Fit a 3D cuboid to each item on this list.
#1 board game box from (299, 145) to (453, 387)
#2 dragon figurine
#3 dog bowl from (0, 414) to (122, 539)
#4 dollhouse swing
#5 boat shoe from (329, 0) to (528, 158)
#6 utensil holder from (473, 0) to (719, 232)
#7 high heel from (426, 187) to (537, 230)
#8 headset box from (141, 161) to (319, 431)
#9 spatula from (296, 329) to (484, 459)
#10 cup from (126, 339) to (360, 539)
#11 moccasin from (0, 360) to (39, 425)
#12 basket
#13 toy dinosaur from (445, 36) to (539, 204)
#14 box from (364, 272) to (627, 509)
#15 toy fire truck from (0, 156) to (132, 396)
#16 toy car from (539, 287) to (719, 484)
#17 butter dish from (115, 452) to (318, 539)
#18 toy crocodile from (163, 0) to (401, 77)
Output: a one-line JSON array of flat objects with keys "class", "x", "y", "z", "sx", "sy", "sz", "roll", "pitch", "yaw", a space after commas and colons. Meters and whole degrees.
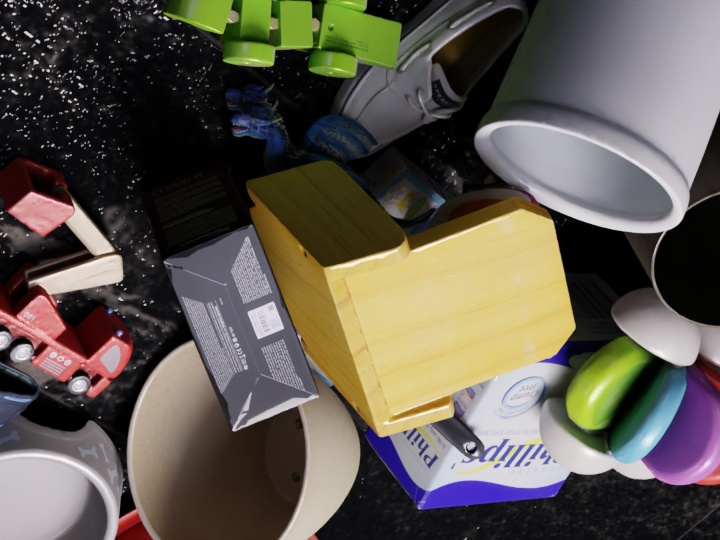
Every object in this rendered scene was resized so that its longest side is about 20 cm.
[{"class": "board game box", "x": 0.000, "y": 0.000, "z": 1.618, "sx": 0.200, "sy": 0.034, "sz": 0.134, "roll": -42, "pitch": 134, "yaw": 12}, {"class": "dragon figurine", "x": -0.023, "y": -0.082, "z": 1.489, "sx": 0.199, "sy": 0.059, "sz": 0.100, "roll": 19, "pitch": 139, "yaw": -9}, {"class": "dog bowl", "x": -0.299, "y": 0.207, "z": 1.619, "sx": 0.199, "sy": 0.059, "sz": 0.201, "roll": -9, "pitch": 127, "yaw": -12}, {"class": "dollhouse swing", "x": 0.042, "y": -0.002, "z": 1.479, "sx": 0.176, "sy": 0.182, "sz": 0.200, "roll": -31, "pitch": 136, "yaw": -13}, {"class": "boat shoe", "x": 0.056, "y": -0.153, "z": 1.486, "sx": 0.200, "sy": 0.070, "sz": 0.071, "roll": -42, "pitch": 132, "yaw": 16}, {"class": "utensil holder", "x": 0.200, "y": -0.156, "z": 1.436, "sx": 0.170, "sy": 0.170, "sz": 0.200, "roll": 37, "pitch": 70, "yaw": -42}, {"class": "high heel", "x": 0.091, "y": -0.013, "z": 1.549, "sx": 0.096, "sy": 0.068, "sz": 0.200, "roll": 9, "pitch": 154, "yaw": -44}, {"class": "headset box", "x": -0.105, "y": 0.012, "z": 1.460, "sx": 0.077, "sy": 0.200, "sz": 0.149, "roll": -22, "pitch": 112, "yaw": -5}, {"class": "spatula", "x": 0.031, "y": 0.092, "z": 1.599, "sx": 0.200, "sy": 0.021, "sz": 0.057, "roll": 41, "pitch": 98, "yaw": -10}, {"class": "cup", "x": -0.081, "y": 0.157, "z": 1.625, "sx": 0.143, "sy": 0.200, "sz": 0.200, "roll": 5, "pitch": 128, "yaw": -54}, {"class": "moccasin", "x": -0.332, "y": 0.062, "z": 1.489, "sx": 0.068, "sy": 0.081, "sz": 0.200, "roll": -26, "pitch": 149, "yaw": 17}, {"class": "basket", "x": 0.273, "y": -0.070, "z": 1.573, "sx": 0.180, "sy": 0.200, "sz": 0.136, "roll": 23, "pitch": 116, "yaw": -37}, {"class": "toy dinosaur", "x": 0.128, "y": -0.090, "z": 1.552, "sx": 0.102, "sy": 0.077, "sz": 0.201, "roll": -15, "pitch": 120, "yaw": -9}, {"class": "box", "x": 0.134, "y": 0.107, "z": 1.704, "sx": 0.184, "sy": 0.105, "sz": 0.200, "roll": 1, "pitch": 129, "yaw": -40}, {"class": "toy fire truck", "x": -0.240, "y": 0.010, "z": 1.500, "sx": 0.141, "sy": 0.049, "sz": 0.200, "roll": -43, "pitch": 133, "yaw": 13}, {"class": "toy car", "x": 0.267, "y": 0.121, "z": 1.619, "sx": 0.200, "sy": 0.150, "sz": 0.175, "roll": 11, "pitch": 120, "yaw": -47}, {"class": "butter dish", "x": -0.136, "y": 0.300, "z": 1.732, "sx": 0.199, "sy": 0.148, "sz": 0.200, "roll": -30, "pitch": 135, "yaw": 2}, {"class": "toy crocodile", "x": -0.054, "y": -0.185, "z": 1.418, "sx": 0.199, "sy": 0.062, "sz": 0.068, "roll": 3, "pitch": 91, "yaw": -34}]
